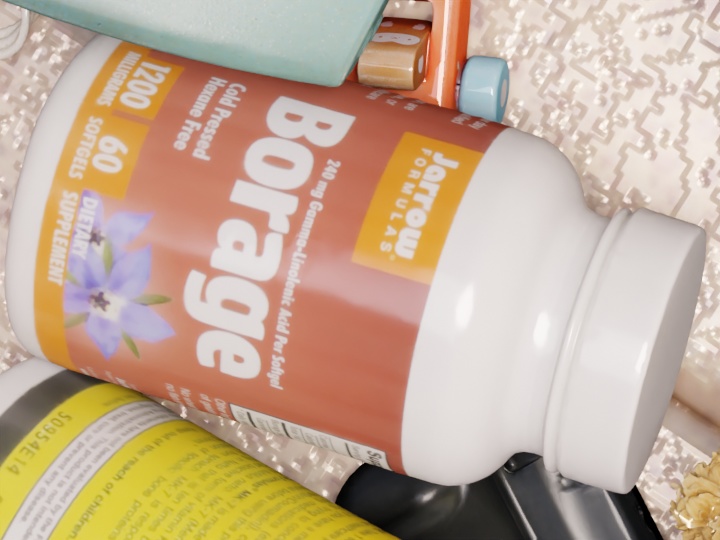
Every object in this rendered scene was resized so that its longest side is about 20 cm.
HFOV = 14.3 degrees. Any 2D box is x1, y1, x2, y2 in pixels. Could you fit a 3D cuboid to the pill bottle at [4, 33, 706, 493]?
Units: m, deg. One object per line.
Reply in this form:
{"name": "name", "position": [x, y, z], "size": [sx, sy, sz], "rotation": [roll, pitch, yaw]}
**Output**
{"name": "pill bottle", "position": [0.000, 0.000, 0.887], "size": [0.199, 0.112, 0.113], "rotation": [16, 97, 13]}

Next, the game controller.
{"name": "game controller", "position": [0.068, 0.140, 0.938], "size": [0.104, 0.042, 0.201], "rotation": [-28, 86, 28]}

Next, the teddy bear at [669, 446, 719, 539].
{"name": "teddy bear", "position": [0.103, 0.152, 0.822], "size": [0.145, 0.067, 0.200], "rotation": [44, 88, -2]}

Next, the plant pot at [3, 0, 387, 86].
{"name": "plant pot", "position": [-0.071, -0.142, 0.848], "size": [0.199, 0.141, 0.142], "rotation": [28, 99, -2]}

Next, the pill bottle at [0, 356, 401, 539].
{"name": "pill bottle", "position": [-0.043, 0.118, 0.902], "size": [0.199, 0.114, 0.115], "rotation": [27, 99, 22]}

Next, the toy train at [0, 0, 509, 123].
{"name": "toy train", "position": [-0.046, -0.110, 0.936], "size": [0.199, 0.056, 0.151], "rotation": [11, 96, 12]}
